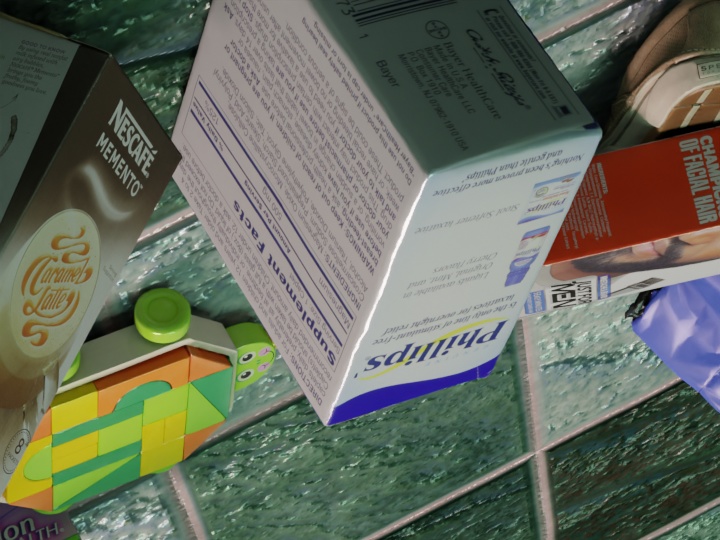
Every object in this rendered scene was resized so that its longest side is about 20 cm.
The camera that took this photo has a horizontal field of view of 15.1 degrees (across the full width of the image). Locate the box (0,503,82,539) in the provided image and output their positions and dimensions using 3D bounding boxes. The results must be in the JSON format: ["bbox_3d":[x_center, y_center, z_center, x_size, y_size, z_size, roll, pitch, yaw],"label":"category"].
[{"bbox_3d":[-0.220,0.256,1.609,0.176,0.200,0.097,-23,151,-16],"label":"box"}]

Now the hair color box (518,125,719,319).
[{"bbox_3d":[0.154,-0.027,1.589,0.200,0.064,0.111,-14,164,2],"label":"hair color box"}]

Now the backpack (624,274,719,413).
[{"bbox_3d":[0.302,-0.008,1.723,0.200,0.168,0.162,-55,170,32],"label":"backpack"}]

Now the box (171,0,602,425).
[{"bbox_3d":[0.005,-0.060,1.350,0.105,0.184,0.200,-16,148,-29],"label":"box"}]

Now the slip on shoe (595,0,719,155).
[{"bbox_3d":[0.178,-0.100,1.579,0.076,0.061,0.200,-9,164,-11],"label":"slip on shoe"}]

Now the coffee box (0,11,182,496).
[{"bbox_3d":[-0.176,-0.006,1.270,0.200,0.080,0.114,-63,157,-15],"label":"coffee box"}]

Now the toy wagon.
[{"bbox_3d":[-0.126,0.072,1.579,0.200,0.040,0.155,-20,150,-19],"label":"toy wagon"}]
